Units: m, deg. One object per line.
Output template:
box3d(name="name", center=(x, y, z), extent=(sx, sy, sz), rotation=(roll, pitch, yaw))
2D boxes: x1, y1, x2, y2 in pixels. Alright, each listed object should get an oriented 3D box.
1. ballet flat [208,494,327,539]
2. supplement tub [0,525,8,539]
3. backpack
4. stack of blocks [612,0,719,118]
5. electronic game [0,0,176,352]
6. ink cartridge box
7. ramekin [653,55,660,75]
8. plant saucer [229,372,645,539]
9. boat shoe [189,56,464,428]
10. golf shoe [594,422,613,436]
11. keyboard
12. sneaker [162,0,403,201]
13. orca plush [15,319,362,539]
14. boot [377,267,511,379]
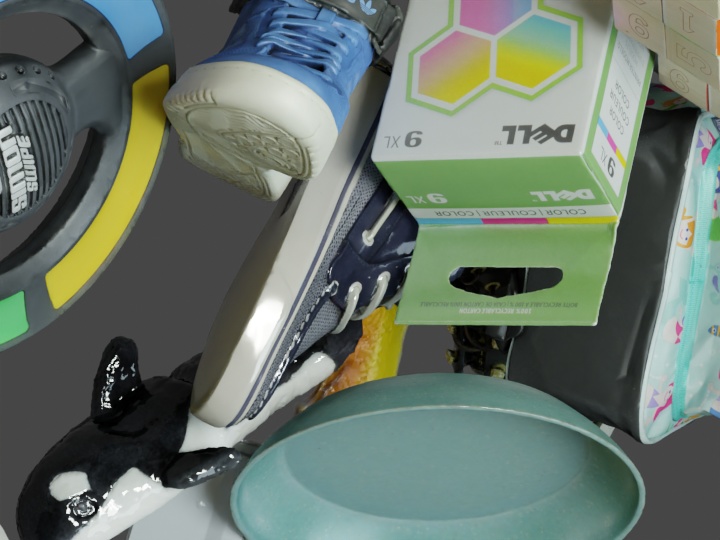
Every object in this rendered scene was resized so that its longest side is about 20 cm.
box3d(name="ballet flat", center=(-0.004, 0.122, 1.486), extent=(0.200, 0.067, 0.062), rotation=(3, 103, -54))
box3d(name="supplement tub", center=(-0.201, 0.199, 1.226), extent=(0.132, 0.132, 0.200), rotation=(-37, 138, -32))
box3d(name="backpack", center=(0.163, -0.006, 1.432), extent=(0.200, 0.151, 0.178), rotation=(-12, 113, -72))
box3d(name="stack of blocks", center=(0.164, -0.137, 1.209), extent=(0.115, 0.059, 0.200), rotation=(-49, 158, -16))
box3d(name="electronic game", center=(-0.153, -0.052, 1.192), extent=(0.200, 0.042, 0.200), rotation=(-32, 136, -36))
box3d(name="ink cartridge box", center=(0.070, -0.076, 1.278), extent=(0.059, 0.104, 0.200), rotation=(51, 46, -51))
box3d(name="ramekin", center=(0.171, -0.202, 1.402), extent=(0.200, 0.105, 0.200), rotation=(-52, 170, -13))
box3d(name="plant saucer", center=(0.037, 0.099, 1.372), extent=(0.200, 0.200, 0.036), rotation=(52, 32, -53))
box3d(name="boat shoe", center=(0.000, 0.000, 1.317), extent=(0.093, 0.075, 0.200), rotation=(31, 68, -12))
box3d(name="golf shoe", center=(0.097, 0.099, 1.567), extent=(0.097, 0.078, 0.200), rotation=(88, 27, -79))
box3d(name="keyboard", center=(-0.099, 0.172, 1.414), extent=(0.011, 0.056, 0.200), rotation=(-84, -168, -75))
box3d(name="sneaker", center=(-0.029, -0.098, 1.237), extent=(0.111, 0.077, 0.200), rotation=(-63, -179, -7))
box3d(name="orca plush", center=(-0.087, 0.058, 1.327), extent=(0.200, 0.105, 0.071), rotation=(-31, 101, -16))
box3d(name="boot", center=(0.056, 0.005, 1.468), extent=(0.204, 0.073, 0.154), rotation=(-39, 139, -39))
